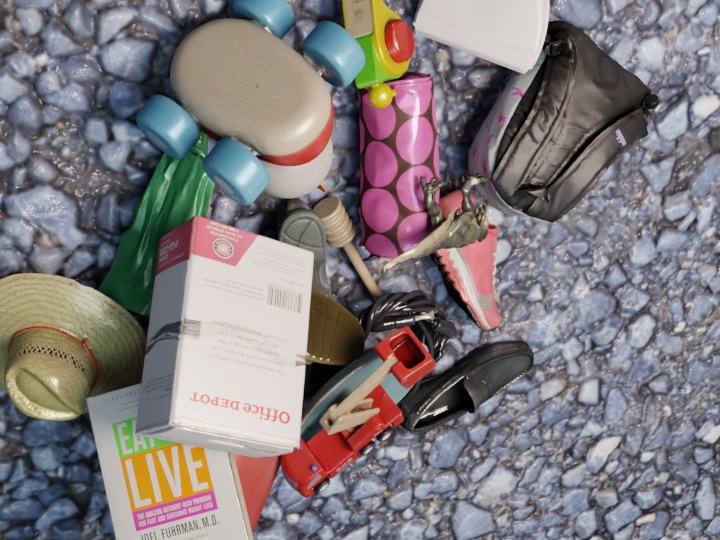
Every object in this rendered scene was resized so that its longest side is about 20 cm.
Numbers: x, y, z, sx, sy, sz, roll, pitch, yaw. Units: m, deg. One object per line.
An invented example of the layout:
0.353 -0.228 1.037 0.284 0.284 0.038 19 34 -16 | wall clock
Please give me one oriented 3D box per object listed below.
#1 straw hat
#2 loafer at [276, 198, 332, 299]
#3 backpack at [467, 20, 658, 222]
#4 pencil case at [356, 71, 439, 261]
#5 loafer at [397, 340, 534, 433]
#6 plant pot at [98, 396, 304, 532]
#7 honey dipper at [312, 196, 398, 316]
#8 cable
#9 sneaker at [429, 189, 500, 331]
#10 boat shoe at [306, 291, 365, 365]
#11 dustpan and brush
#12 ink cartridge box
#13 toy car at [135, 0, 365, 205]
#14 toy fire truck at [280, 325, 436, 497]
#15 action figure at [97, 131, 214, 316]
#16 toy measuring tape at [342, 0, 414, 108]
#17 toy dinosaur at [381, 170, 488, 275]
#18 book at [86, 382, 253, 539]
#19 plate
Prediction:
-0.321 0.107 1.106 0.197 0.086 0.204 -1 127 -2 | straw hat
-0.070 0.013 1.211 0.070 0.063 0.203 -4 121 -15 | loafer
0.211 -0.152 1.191 0.165 0.127 0.202 32 91 -11 | backpack
0.037 -0.113 1.159 0.090 0.092 0.204 -22 117 -50 | pencil case
0.138 0.152 1.361 0.198 0.071 0.069 -23 124 -9 | loafer
-0.165 0.180 1.190 0.199 0.200 0.179 30 92 -32 | plant pot
0.000 0.000 1.247 0.038 0.038 0.201 -31 127 -4 | honey dipper
0.018 0.109 1.280 0.199 0.051 0.163 -41 141 13 | cable
0.138 -0.010 1.274 0.086 0.074 0.201 -33 124 -4 | sneaker
-0.089 0.060 1.164 0.198 0.063 0.075 13 71 -26 | boat shoe
0.150 -0.324 1.113 0.137 0.057 0.203 21 104 5 | dustpan and brush
-0.129 0.070 1.040 0.144 0.084 0.204 17 65 -34 | ink cartridge box
-0.094 -0.143 1.082 0.185 0.176 0.201 -52 158 -14 | toy car
-0.007 0.156 1.144 0.199 0.049 0.141 -38 158 -7 | toy fire truck
-0.194 -0.051 1.113 0.116 0.055 0.203 19 96 13 | action figure
0.015 -0.263 1.076 0.072 0.073 0.204 -5 87 -19 | toy measuring tape
0.094 -0.057 1.139 0.199 0.047 0.090 -20 122 -48 | toy dinosaur
-0.191 0.211 1.079 0.131 0.048 0.204 -15 84 -1 | book
-0.006 0.143 1.218 0.198 0.026 0.201 -32 157 -16 | plate
